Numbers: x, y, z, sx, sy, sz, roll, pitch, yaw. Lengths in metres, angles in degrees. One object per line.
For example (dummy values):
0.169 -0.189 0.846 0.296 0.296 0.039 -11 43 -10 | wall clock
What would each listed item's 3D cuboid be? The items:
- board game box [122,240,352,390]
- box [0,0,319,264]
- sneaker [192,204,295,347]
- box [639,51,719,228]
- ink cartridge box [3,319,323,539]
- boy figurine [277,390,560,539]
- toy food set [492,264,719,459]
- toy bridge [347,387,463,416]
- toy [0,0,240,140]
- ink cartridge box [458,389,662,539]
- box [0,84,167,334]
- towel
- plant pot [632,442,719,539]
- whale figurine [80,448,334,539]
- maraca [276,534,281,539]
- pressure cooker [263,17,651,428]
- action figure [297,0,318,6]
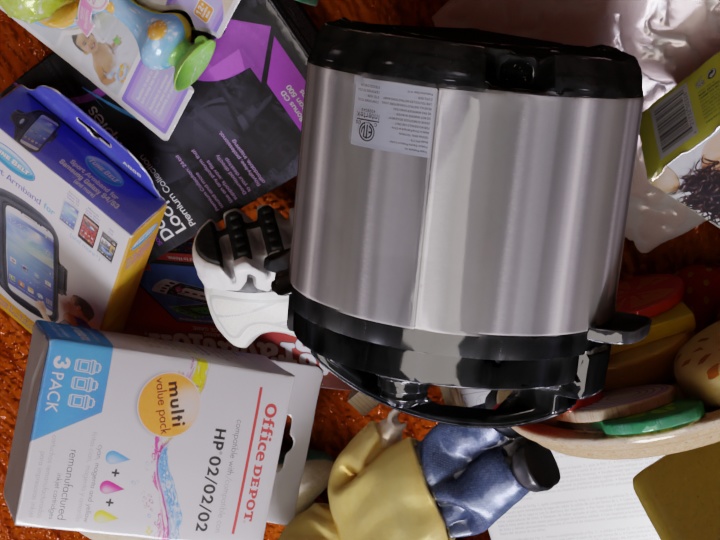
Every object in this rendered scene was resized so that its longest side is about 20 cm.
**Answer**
-0.073 0.030 0.946 0.198 0.020 0.104 5 126 13 | board game box
-0.108 -0.100 0.846 0.199 0.036 0.143 -28 106 32 | box
0.000 0.000 0.851 0.198 0.075 0.082 -6 124 -2 | sneaker
0.242 -0.040 0.748 0.199 0.050 0.075 26 132 -29 | box
-0.114 0.107 0.884 0.198 0.068 0.116 10 93 -23 | ink cartridge box
0.029 0.156 0.892 0.199 0.064 0.125 -34 73 21 | boy figurine
0.165 0.046 0.780 0.196 0.200 0.049 -18 106 2 | toy food set
0.020 0.067 0.913 0.200 0.027 0.067 42 118 -11 | toy bridge
-0.170 -0.171 0.786 0.199 0.047 0.116 36 121 4 | toy
0.154 0.125 0.945 0.161 0.050 0.202 -11 103 23 | ink cartridge box
-0.192 -0.025 0.881 0.119 0.042 0.200 38 144 6 | box
0.169 -0.124 0.761 0.190 0.032 0.200 -34 109 33 | towel
0.305 0.189 0.787 0.195 0.201 0.194 -35 126 16 | plant pot
-0.120 0.132 0.997 0.198 0.104 0.160 8 134 -20 | whale figurine
0.030 0.235 1.003 0.199 0.108 0.137 28 150 -7 | maraca
0.047 -0.021 0.713 0.177 0.176 0.202 1 102 -21 | pressure cooker
-0.002 -0.239 0.700 0.200 0.055 0.118 -46 142 18 | action figure
